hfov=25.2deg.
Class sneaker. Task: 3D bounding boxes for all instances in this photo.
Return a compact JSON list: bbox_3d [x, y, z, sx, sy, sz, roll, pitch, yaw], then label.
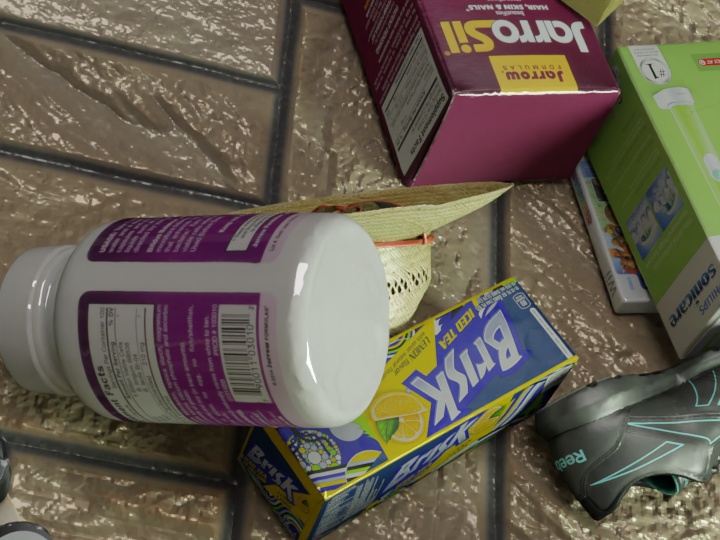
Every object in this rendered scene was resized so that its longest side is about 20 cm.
[{"bbox_3d":[0.203,0.095,1.005,0.199,0.075,0.080,-16,75,-21],"label":"sneaker"}]

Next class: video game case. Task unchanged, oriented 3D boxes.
[{"bbox_3d":[0.218,-0.059,1.144,0.142,0.018,0.201,0,55,-20],"label":"video game case"}]

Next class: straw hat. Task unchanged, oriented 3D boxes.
[{"bbox_3d":[0.000,0.000,0.970,0.200,0.201,0.086,-9,96,-25],"label":"straw hat"}]

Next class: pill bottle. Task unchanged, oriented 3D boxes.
[{"bbox_3d":[-0.093,0.027,0.869,0.198,0.113,0.113,0,46,26],"label":"pill bottle"}]

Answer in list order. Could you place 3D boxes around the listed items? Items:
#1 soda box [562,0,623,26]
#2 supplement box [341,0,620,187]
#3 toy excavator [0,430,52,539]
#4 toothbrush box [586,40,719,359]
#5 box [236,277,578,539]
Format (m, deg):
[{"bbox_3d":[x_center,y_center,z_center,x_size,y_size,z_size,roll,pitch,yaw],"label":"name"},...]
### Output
[{"bbox_3d":[0.109,-0.259,1.091,0.200,0.064,0.068,38,50,11],"label":"soda box"},{"bbox_3d":[0.075,-0.167,1.119,0.130,0.103,0.201,-4,57,-23],"label":"supplement box"},{"bbox_3d":[-0.263,0.145,0.789,0.199,0.100,0.195,-25,65,-23],"label":"toy excavator"},{"bbox_3d":[0.253,-0.053,1.086,0.144,0.086,0.201,-7,57,-23],"label":"toothbrush box"},{"bbox_3d":[0.030,0.080,0.949,0.199,0.064,0.070,-25,66,-33],"label":"box"}]
